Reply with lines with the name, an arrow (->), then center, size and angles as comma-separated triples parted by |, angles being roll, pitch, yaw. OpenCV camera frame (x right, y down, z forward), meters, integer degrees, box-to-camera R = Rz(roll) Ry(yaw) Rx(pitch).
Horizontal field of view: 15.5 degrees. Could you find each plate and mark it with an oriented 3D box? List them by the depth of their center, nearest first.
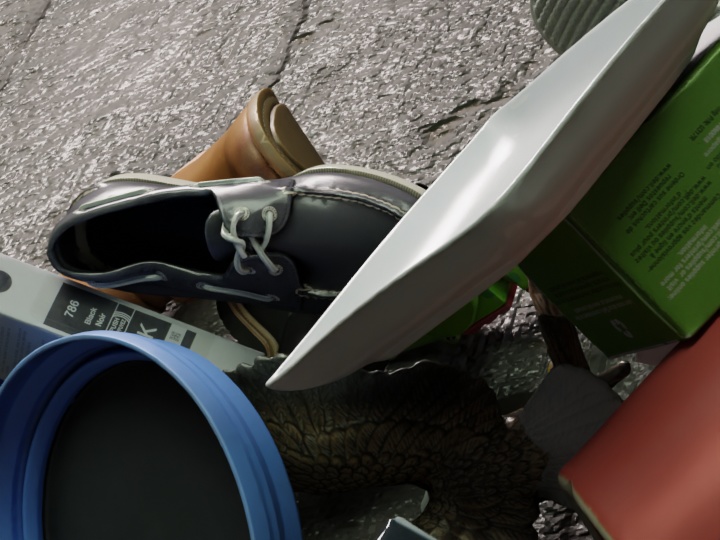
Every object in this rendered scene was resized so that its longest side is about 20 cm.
plate -> 0.063, -0.037, 1.095 | 0.200, 0.032, 0.200 | -49, 5, -35

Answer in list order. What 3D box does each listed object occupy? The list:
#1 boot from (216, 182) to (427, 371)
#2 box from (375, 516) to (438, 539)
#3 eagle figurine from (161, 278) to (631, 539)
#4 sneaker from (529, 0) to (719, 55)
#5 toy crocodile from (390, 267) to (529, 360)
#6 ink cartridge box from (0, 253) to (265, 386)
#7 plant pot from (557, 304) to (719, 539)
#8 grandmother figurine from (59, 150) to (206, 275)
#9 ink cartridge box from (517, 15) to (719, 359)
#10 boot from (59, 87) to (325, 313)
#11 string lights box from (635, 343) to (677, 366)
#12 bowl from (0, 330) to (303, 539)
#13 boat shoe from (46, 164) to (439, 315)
boot -> 0.000, 0.000, 1.350 | 0.139, 0.077, 0.200 | -55, 25, 12
box -> -0.002, 0.224, 0.992 | 0.107, 0.149, 0.200 | 28, 50, 9
eagle figurine -> 0.029, 0.103, 1.206 | 0.199, 0.151, 0.152 | -20, 41, -15
sneaker -> 0.205, -0.159, 1.532 | 0.200, 0.073, 0.114 | 10, 40, 26
toy crocodile -> 0.079, -0.013, 1.363 | 0.200, 0.062, 0.068 | -40, 20, 32
ink cartridge box -> -0.150, 0.044, 1.284 | 0.199, 0.100, 0.039 | 20, 54, 0
plant pot -> 0.191, 0.090, 1.071 | 0.177, 0.201, 0.200 | -36, 33, -2
grandmother figurine -> -0.133, -0.006, 1.494 | 0.061, 0.121, 0.200 | 46, 53, 14
ink cartridge box -> 0.132, -0.036, 1.158 | 0.148, 0.076, 0.200 | -46, 3, -14
boot -> -0.090, -0.022, 1.344 | 0.155, 0.077, 0.200 | -34, 7, -1
string lights box -> 0.191, -0.047, 1.327 | 0.059, 0.103, 0.200 | 14, 41, 7
bowl -> -0.102, 0.126, 1.202 | 0.200, 0.202, 0.039 | 12, 14, 43
boat shoe -> -0.054, -0.009, 1.228 | 0.199, 0.073, 0.063 | 4, 16, 24
